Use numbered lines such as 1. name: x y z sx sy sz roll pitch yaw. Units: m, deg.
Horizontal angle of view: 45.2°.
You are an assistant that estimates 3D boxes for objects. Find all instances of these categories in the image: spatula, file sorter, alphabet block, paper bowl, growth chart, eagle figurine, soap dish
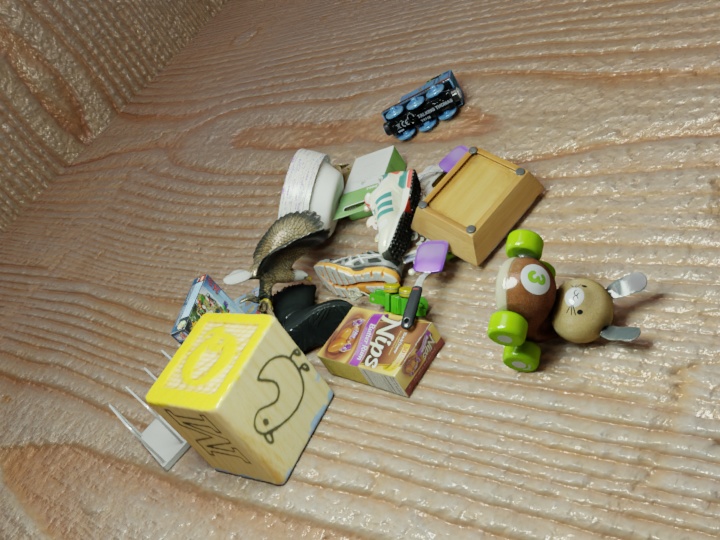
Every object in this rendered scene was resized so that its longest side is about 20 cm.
1. spatula: 0.100 0.022 1.450 0.056 0.021 0.201 1 42 24
2. file sorter: -0.353 0.237 1.621 0.200 0.125 0.138 -47 33 -15
3. alphabet block: -0.197 0.208 1.438 0.194 0.201 0.197 -2 46 41
4. paper bowl: -0.098 -0.146 1.806 0.103 0.202 0.202 12 48 8
5. growth chart: 0.098 -0.075 1.598 0.143 0.018 0.201 -27 55 -6
6. spatula: 0.124 -0.185 1.675 0.198 0.021 0.057 -29 32 -5
7. eagle figurine: -0.144 -0.019 1.608 0.151 0.150 0.203 30 104 27
8. soap dish: 0.204 -0.122 1.537 0.156 0.082 0.200 31 70 33

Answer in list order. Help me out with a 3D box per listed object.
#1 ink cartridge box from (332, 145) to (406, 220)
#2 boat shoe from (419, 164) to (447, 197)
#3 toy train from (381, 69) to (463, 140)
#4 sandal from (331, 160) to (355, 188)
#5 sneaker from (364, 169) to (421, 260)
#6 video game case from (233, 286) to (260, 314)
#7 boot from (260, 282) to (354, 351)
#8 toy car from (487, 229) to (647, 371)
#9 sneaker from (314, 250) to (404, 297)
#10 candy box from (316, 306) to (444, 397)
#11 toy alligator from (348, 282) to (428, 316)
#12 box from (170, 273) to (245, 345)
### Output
1. ink cartridge box: 0.021 -0.168 1.828 0.103 0.060 0.202 -14 39 32
2. boat shoe: 0.135 -0.137 1.679 0.069 0.071 0.201 -7 37 42
3. toy train: 0.141 -0.368 1.948 0.198 0.087 0.115 -24 25 24
4. sandal: -0.070 -0.198 1.944 0.077 0.070 0.212 12 56 50
5. sneaker: 0.048 -0.101 1.581 0.092 0.071 0.202 1 55 24
6. video game case: -0.282 0.119 1.798 0.198 0.018 0.144 -27 34 16
7. boot: -0.099 0.079 1.633 0.196 0.074 0.163 -28 28 12
8. toy car: 0.301 0.047 1.229 0.197 0.158 0.166 2 60 29
9. sneaker: 0.000 0.000 1.633 0.197 0.079 0.078 4 47 34
10. candy box: 0.032 0.131 1.451 0.198 0.057 0.117 9 53 47
11. toy alligator: 0.060 0.052 1.529 0.054 0.060 0.199 -8 14 -38
12. box: -0.251 0.125 1.592 0.037 0.201 0.138 -21 36 29
